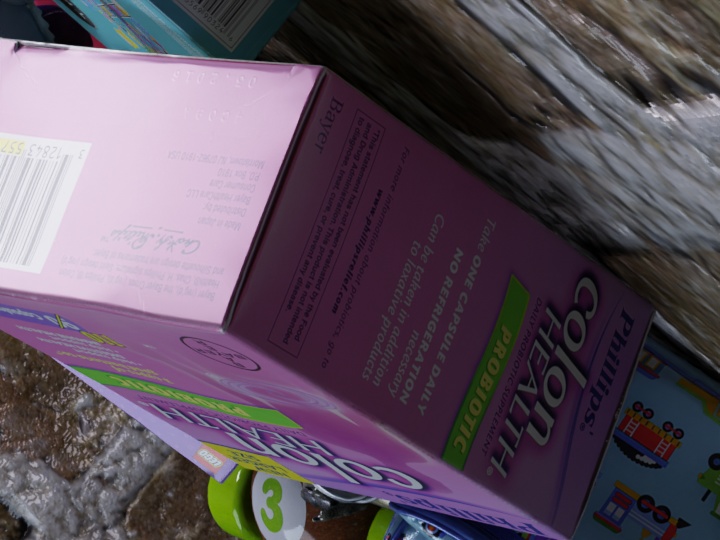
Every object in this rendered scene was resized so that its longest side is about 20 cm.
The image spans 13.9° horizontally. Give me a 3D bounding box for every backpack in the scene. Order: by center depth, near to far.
[{"bbox_3d":[0.082,0.133,1.160,0.182,0.200,0.135,39,174,17],"label":"backpack"}]

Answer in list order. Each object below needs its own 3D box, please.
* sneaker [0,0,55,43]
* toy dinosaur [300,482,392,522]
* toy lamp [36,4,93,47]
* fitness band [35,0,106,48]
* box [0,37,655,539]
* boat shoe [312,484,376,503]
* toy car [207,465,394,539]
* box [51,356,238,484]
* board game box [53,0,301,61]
[{"bbox_3d":[-0.162,-0.053,1.183,0.070,0.082,0.201,20,142,31],"label":"sneaker"},{"bbox_3d":[-0.017,0.092,1.392,0.200,0.048,0.088,30,176,24],"label":"toy dinosaur"},{"bbox_3d":[-0.090,-0.071,1.214,0.199,0.058,0.058,18,162,34],"label":"toy lamp"},{"bbox_3d":[-0.134,-0.140,1.308,0.200,0.037,0.144,38,171,9],"label":"fitness band"},{"bbox_3d":[-0.028,0.007,1.061,0.175,0.097,0.200,9,163,44],"label":"box"},{"bbox_3d":[0.001,0.066,1.259,0.072,0.068,0.200,32,175,-2],"label":"boat shoe"},{"bbox_3d":[-0.018,0.046,1.487,0.164,0.158,0.200,14,144,50],"label":"toy car"},{"bbox_3d":[-0.107,-0.011,1.339,0.200,0.137,0.039,38,131,-3],"label":"box"},{"bbox_3d":[-0.110,-0.140,1.079,0.151,0.047,0.200,41,174,-17],"label":"board game box"}]
